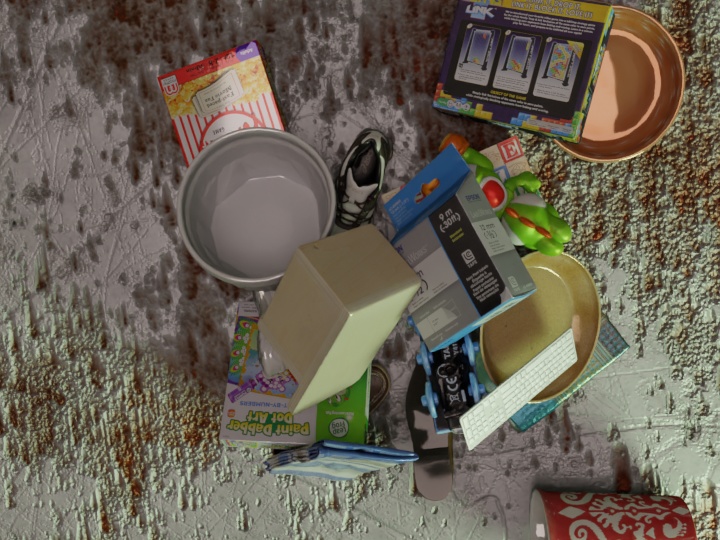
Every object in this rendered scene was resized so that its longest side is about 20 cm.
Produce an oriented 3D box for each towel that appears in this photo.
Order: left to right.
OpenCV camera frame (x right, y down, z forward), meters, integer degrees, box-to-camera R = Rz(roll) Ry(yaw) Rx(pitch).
[{"bbox_3d":[-0.031,0.256,1.025,0.144,0.200,0.024,12,66,-24],"label":"towel"},{"bbox_3d":[0.256,0.114,1.077,0.199,0.022,0.147,-40,92,7],"label":"towel"}]

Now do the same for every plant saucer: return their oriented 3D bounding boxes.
[{"bbox_3d":[0.231,0.072,1.014,0.197,0.035,0.205,-4,100,-25],"label":"plant saucer"},{"bbox_3d":[0.325,-0.246,1.021,0.196,0.037,0.205,1,96,7],"label":"plant saucer"}]

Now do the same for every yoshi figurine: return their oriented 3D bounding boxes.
[{"bbox_3d":[0.177,-0.084,0.978,0.199,0.112,0.113,36,139,14],"label":"yoshi figurine"}]

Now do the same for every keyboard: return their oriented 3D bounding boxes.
[{"bbox_3d":[0.203,0.149,0.975,0.199,0.011,0.057,-34,130,-21],"label":"keyboard"}]

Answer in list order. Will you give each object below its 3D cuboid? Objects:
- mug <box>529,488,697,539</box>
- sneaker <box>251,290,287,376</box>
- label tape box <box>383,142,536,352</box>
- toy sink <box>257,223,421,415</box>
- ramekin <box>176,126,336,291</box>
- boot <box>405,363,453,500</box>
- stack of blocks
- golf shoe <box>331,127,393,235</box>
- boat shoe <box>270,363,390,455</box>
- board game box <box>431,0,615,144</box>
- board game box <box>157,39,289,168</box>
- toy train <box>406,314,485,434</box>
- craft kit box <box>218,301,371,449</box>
[{"bbox_3d":[0.341,0.375,1.062,0.196,0.179,0.136,-2,60,2],"label":"mug"},{"bbox_3d":[-0.097,0.044,1.049,0.097,0.078,0.204,-4,68,-11],"label":"sneaker"},{"bbox_3d":[0.098,-0.027,0.918,0.143,0.066,0.202,-38,75,40],"label":"label tape box"},{"bbox_3d":[-0.039,0.058,0.941,0.112,0.129,0.201,48,133,21],"label":"toy sink"},{"bbox_3d":[-0.127,-0.068,0.980,0.196,0.105,0.204,0,74,1],"label":"ramekin"},{"bbox_3d":[0.103,0.216,1.086,0.072,0.075,0.204,-1,78,12],"label":"boot"},{"bbox_3d":[0.140,-0.089,1.046,0.197,0.059,0.117,-23,94,8],"label":"stack of blocks"},{"bbox_3d":[-0.013,-0.095,1.045,0.076,0.095,0.204,15,99,3],"label":"golf shoe"},{"bbox_3d":[-0.045,0.204,1.090,0.198,0.072,0.073,-30,93,8],"label":"boat shoe"},{"bbox_3d":[0.207,-0.268,0.992,0.197,0.056,0.168,19,97,24],"label":"board game box"},{"bbox_3d":[-0.177,-0.195,1.073,0.149,0.046,0.203,-18,95,7],"label":"board game box"},{"bbox_3d":[0.117,0.117,1.017,0.085,0.114,0.204,-12,70,8],"label":"toy train"},{"bbox_3d":[-0.083,0.144,1.056,0.196,0.049,0.201,1,68,6],"label":"craft kit box"}]
